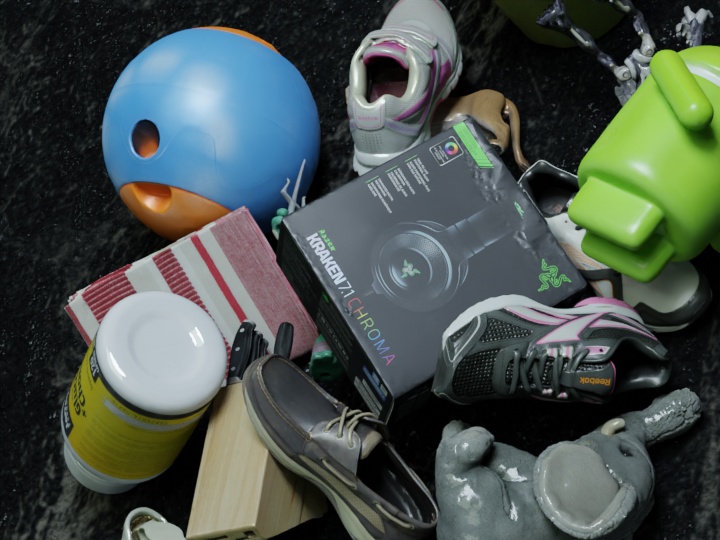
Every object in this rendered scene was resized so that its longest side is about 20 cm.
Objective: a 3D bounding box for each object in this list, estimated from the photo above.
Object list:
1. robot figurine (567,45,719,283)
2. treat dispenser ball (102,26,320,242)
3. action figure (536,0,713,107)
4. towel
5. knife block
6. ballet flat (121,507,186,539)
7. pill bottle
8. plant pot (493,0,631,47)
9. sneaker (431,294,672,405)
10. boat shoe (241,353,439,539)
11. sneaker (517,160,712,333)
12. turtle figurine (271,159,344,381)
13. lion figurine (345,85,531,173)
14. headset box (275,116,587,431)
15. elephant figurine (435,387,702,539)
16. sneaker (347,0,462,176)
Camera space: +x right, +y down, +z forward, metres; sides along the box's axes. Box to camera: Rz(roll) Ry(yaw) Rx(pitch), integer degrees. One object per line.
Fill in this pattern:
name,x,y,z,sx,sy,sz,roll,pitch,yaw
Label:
robot figurine,0.247,-0.089,1.212,0.115,0.176,0.200,27,68,39
treat dispenser ball,-0.135,-0.121,1.441,0.199,0.201,0.202,-13,58,21
action figure,0.249,-0.172,1.322,0.119,0.200,0.102,-43,9,30
towel,-0.148,0.045,1.404,0.199,0.145,0.023,-25,15,18
knife block,-0.088,0.127,1.299,0.063,0.200,0.177,-14,87,21
ballet flat,-0.136,0.260,1.302,0.199,0.069,0.070,30,79,38
pill bottle,-0.192,0.112,1.342,0.200,0.111,0.113,125,146,-50
plant pot,0.161,-0.299,1.393,0.198,0.190,0.202,-12,58,20
sneaker,0.151,0.065,1.188,0.198,0.081,0.086,-11,26,-26
boat shoe,-0.009,0.138,1.246,0.073,0.200,0.075,-36,10,41
sneaker,0.199,-0.020,1.286,0.200,0.080,0.074,36,81,35
turtle figurine,0.000,0.000,1.365,0.148,0.101,0.202,-3,61,-1
lion figurine,0.074,-0.137,1.432,0.198,0.073,0.123,10,47,16
headset box,0.060,-0.001,1.273,0.199,0.093,0.175,-28,74,-16
elephant figurine,0.158,0.172,1.177,0.198,0.141,0.157,-1,91,10
sneaker,0.038,-0.176,1.364,0.081,0.089,0.201,2,52,15
